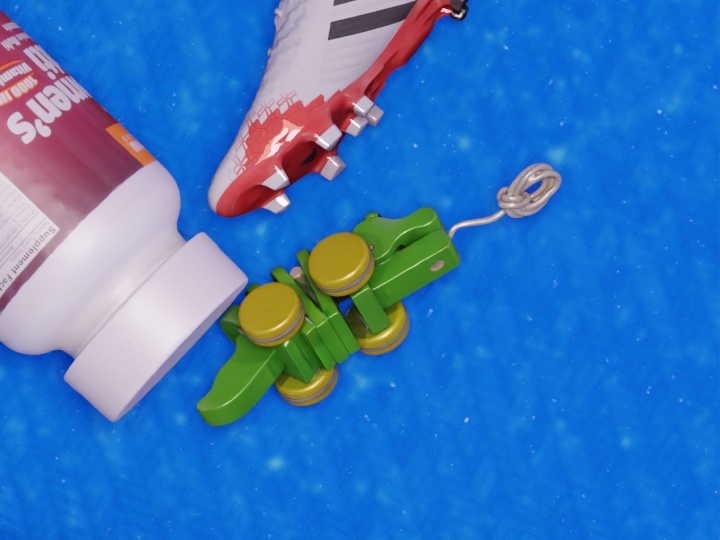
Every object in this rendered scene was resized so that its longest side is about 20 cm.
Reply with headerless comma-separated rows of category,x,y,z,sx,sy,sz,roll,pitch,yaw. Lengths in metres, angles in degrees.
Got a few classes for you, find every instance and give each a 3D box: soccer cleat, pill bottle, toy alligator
soccer cleat,-0.015,-0.111,1.360,0.085,0.069,0.200,39,81,10
pill bottle,-0.152,-0.033,1.320,0.200,0.110,0.110,43,84,2
toy alligator,0.000,0.000,1.356,0.200,0.059,0.054,-36,47,-5
